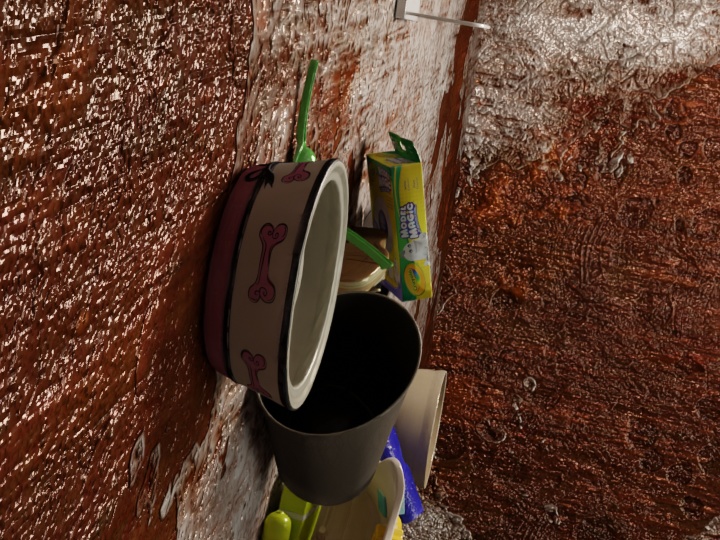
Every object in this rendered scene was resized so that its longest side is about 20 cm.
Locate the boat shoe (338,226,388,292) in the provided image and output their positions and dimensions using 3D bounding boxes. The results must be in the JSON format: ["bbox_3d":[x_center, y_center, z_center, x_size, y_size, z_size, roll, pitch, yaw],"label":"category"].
[{"bbox_3d":[0.000,0.000,1.345,0.200,0.072,0.064,-58,155,-71],"label":"boat shoe"}]

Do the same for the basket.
[{"bbox_3d":[-0.027,0.143,1.127,0.180,0.136,0.201,-38,156,-28],"label":"basket"}]

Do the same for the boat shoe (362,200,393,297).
[{"bbox_3d":[0.032,-0.013,1.550,0.066,0.072,0.202,-77,171,-46],"label":"boat shoe"}]

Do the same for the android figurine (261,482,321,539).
[{"bbox_3d":[-0.078,0.297,1.285,0.182,0.040,0.203,4,98,-81],"label":"android figurine"}]

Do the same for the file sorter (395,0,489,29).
[{"bbox_3d":[0.130,-0.440,1.529,0.139,0.122,0.203,-49,147,-75],"label":"file sorter"}]

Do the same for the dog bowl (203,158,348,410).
[{"bbox_3d":[-0.066,0.005,0.892,0.200,0.073,0.204,10,90,-83],"label":"dog bowl"}]

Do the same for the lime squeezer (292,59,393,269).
[{"bbox_3d":[-0.038,-0.086,1.024,0.038,0.070,0.203,-31,103,-58],"label":"lime squeezer"}]

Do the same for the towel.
[{"bbox_3d":[0.047,0.285,1.737,0.148,0.049,0.203,148,-79,-86],"label":"towel"}]

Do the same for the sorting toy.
[{"bbox_3d":[0.005,0.291,1.221,0.181,0.105,0.202,117,-7,-59],"label":"sorting toy"}]

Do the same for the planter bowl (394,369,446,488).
[{"bbox_3d":[0.066,0.259,1.913,0.200,0.133,0.204,11,90,-82],"label":"planter bowl"}]

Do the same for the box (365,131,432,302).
[{"bbox_3d":[0.048,-0.072,1.430,0.117,0.048,0.203,-140,-135,-70],"label":"box"}]
